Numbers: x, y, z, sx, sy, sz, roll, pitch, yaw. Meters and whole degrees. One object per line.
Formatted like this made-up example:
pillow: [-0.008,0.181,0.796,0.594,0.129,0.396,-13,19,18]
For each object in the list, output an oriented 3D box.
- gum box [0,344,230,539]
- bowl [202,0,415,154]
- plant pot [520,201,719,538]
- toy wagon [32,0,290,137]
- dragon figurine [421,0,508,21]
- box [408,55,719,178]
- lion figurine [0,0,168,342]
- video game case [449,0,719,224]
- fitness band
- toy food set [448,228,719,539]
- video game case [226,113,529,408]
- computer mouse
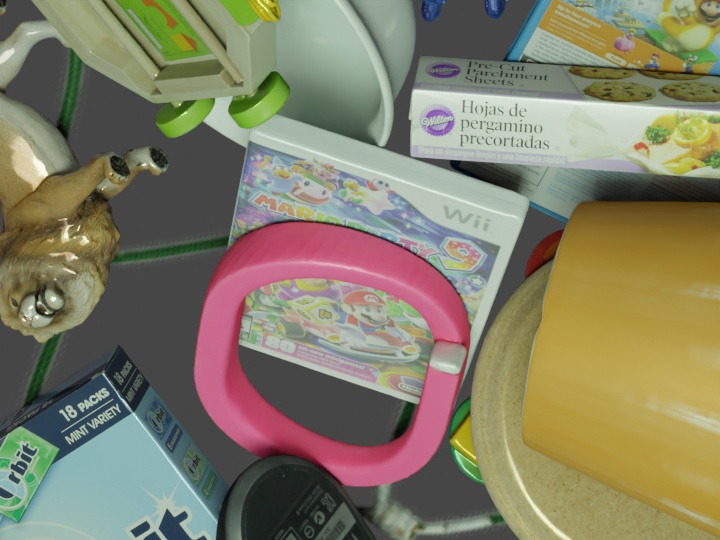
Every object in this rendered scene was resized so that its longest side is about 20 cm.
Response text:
gum box: [-0.149,0.169,1.410,0.170,0.045,0.200,-33,103,19]
bowl: [-0.044,-0.151,1.227,0.201,0.090,0.201,30,154,16]
plant pot: [0.181,0.047,1.183,0.183,0.200,0.200,13,112,11]
toy wagon: [-0.095,-0.135,1.170,0.200,0.040,0.155,-1,135,53]
dragon figurine: [0.066,-0.222,1.198,0.059,0.099,0.200,10,112,5]
box: [0.125,-0.074,1.194,0.200,0.041,0.039,5,121,6]
lion figurine: [-0.188,-0.067,1.322,0.122,0.072,0.200,-31,89,31]
video game case: [0.151,-0.102,1.208,0.143,0.018,0.200,26,120,-6]
fitness band: [-0.017,0.049,1.301,0.143,0.037,0.200,16,143,2]
toy food set: [0.152,0.072,1.287,0.198,0.049,0.200,39,82,-1]
video game case: [0.000,0.000,1.278,0.143,0.018,0.200,19,147,2]
computer mouse: [-0.023,0.192,1.365,0.053,0.138,0.200,-10,119,51]
